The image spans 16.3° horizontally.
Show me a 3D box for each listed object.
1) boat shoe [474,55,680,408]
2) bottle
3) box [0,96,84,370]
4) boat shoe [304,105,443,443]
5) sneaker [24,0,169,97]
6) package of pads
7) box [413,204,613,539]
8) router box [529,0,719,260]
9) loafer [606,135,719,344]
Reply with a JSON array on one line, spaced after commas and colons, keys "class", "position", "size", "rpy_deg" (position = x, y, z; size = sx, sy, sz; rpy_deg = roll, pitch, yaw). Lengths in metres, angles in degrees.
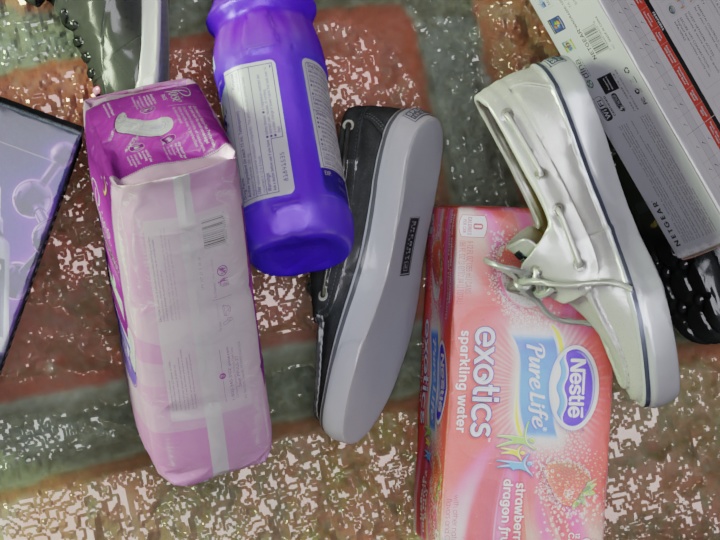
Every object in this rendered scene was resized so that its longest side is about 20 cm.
[{"class": "boat shoe", "position": [0.109, -0.012, 1.390], "size": [0.086, 0.075, 0.203], "rpy_deg": [-20, 92, -8]}, {"class": "bottle", "position": [-0.050, -0.101, 1.444], "size": [0.065, 0.084, 0.201], "rpy_deg": [-11, 73, 3]}, {"class": "box", "position": [-0.256, -0.012, 1.427], "size": [0.147, 0.104, 0.201], "rpy_deg": [18, 90, -6]}, {"class": "boat shoe", "position": [0.000, 0.000, 1.484], "size": [0.056, 0.069, 0.201], "rpy_deg": [14, 92, 25]}, {"class": "sneaker", "position": [-0.162, -0.145, 1.456], "size": [0.099, 0.071, 0.201], "rpy_deg": [-1, 90, -1]}, {"class": "package of pads", "position": [-0.101, 0.007, 1.402], "size": [0.075, 0.121, 0.201], "rpy_deg": [-12, 120, -12]}, {"class": "box", "position": [0.091, 0.064, 1.475], "size": [0.102, 0.095, 0.201], "rpy_deg": [4, 91, -9]}, {"class": "router box", "position": [0.203, -0.135, 1.462], "size": [0.179, 0.049, 0.200], "rpy_deg": [-34, 96, -38]}, {"class": "loafer", "position": [0.193, -0.055, 1.504], "size": [0.070, 0.068, 0.201], "rpy_deg": [-21, 89, -35]}]
